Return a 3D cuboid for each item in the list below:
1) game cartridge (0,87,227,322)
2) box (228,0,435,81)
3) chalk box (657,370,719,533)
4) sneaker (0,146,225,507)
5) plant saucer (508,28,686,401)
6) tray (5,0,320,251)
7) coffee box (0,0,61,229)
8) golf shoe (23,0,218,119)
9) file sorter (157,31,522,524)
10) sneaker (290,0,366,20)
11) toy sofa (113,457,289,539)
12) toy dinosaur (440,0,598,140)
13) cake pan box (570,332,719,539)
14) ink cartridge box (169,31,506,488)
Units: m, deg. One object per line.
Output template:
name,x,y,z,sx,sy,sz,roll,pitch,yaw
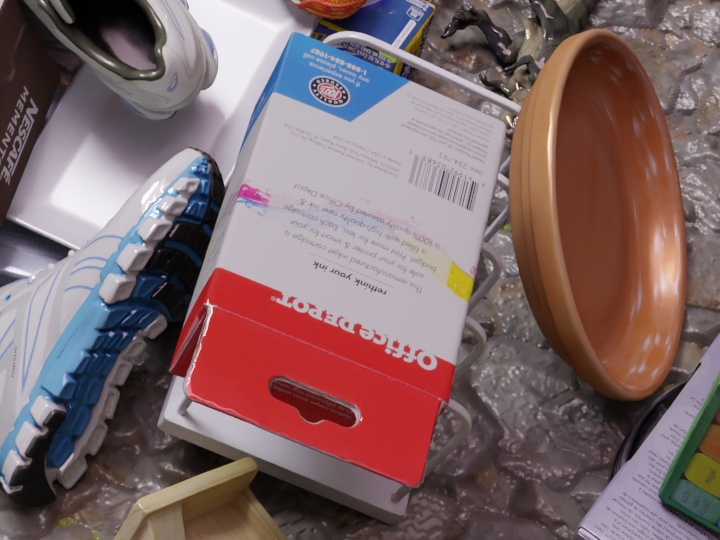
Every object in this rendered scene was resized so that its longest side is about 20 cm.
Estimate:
game cartridge,-0.168,-0.040,0.993,0.198,0.041,0.134,13,52,0
box,-0.060,-0.160,1.062,0.199,0.070,0.064,26,44,7
chalk box,0.233,0.074,0.871,0.123,0.125,0.200,29,56,11
sneaker,-0.147,0.015,0.904,0.086,0.075,0.201,33,88,27
plant saucer,0.129,-0.029,0.960,0.037,0.200,0.201,-7,50,29
tray,-0.108,-0.089,0.983,0.107,0.022,0.201,25,68,8
coffee box,-0.278,-0.091,0.943,0.198,0.080,0.114,8,62,18
golf shoe,-0.155,-0.165,0.920,0.200,0.097,0.078,42,94,-1
file sorter,0.000,0.000,0.923,0.138,0.125,0.201,23,55,-11
sneaker,-0.016,-0.231,1.028,0.072,0.077,0.201,12,54,-13
toy sofa,-0.043,0.198,0.840,0.082,0.098,0.200,-17,58,-47
toy dinosaur,0.108,-0.156,1.109,0.088,0.047,0.201,35,57,-4
cake pan box,0.229,0.137,0.934,0.199,0.052,0.184,34,56,13
ink cartridge box,-0.012,0.004,0.797,0.115,0.067,0.201,22,56,-10
